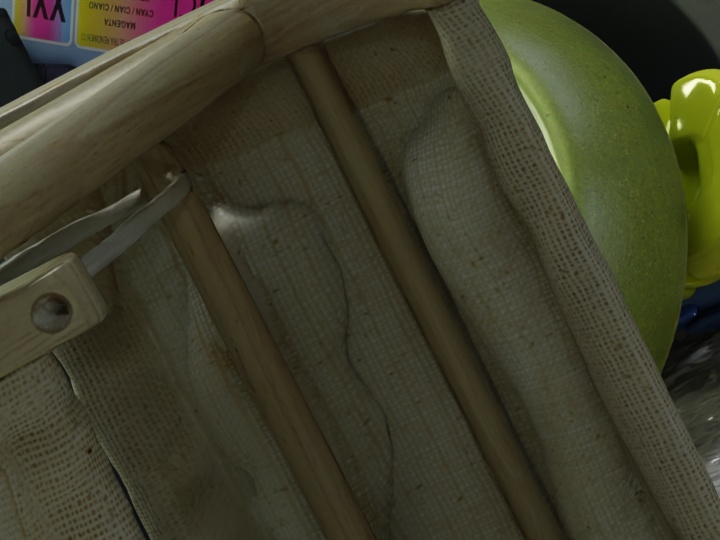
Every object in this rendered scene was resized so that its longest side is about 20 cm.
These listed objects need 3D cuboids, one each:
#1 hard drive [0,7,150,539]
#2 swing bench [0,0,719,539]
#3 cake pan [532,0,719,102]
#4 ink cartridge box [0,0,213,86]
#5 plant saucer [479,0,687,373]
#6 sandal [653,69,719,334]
[{"bbox_3d":[-0.124,0.017,0.889,0.033,0.201,0.139,-34,-11,38],"label":"hard drive"},{"bbox_3d":[-0.035,0.071,0.523,0.200,0.200,0.129,-35,14,-37],"label":"swing bench"},{"bbox_3d":[0.064,-0.075,0.995,0.200,0.200,0.037,-15,34,47],"label":"cake pan"},{"bbox_3d":[-0.057,-0.013,0.977,0.136,0.201,0.076,10,16,26],"label":"ink cartridge box"},{"bbox_3d":[0.000,0.000,0.839,0.199,0.201,0.031,-23,-31,19],"label":"plant saucer"},{"bbox_3d":[0.094,0.000,0.912,0.087,0.080,0.200,9,-19,-32],"label":"sandal"}]
